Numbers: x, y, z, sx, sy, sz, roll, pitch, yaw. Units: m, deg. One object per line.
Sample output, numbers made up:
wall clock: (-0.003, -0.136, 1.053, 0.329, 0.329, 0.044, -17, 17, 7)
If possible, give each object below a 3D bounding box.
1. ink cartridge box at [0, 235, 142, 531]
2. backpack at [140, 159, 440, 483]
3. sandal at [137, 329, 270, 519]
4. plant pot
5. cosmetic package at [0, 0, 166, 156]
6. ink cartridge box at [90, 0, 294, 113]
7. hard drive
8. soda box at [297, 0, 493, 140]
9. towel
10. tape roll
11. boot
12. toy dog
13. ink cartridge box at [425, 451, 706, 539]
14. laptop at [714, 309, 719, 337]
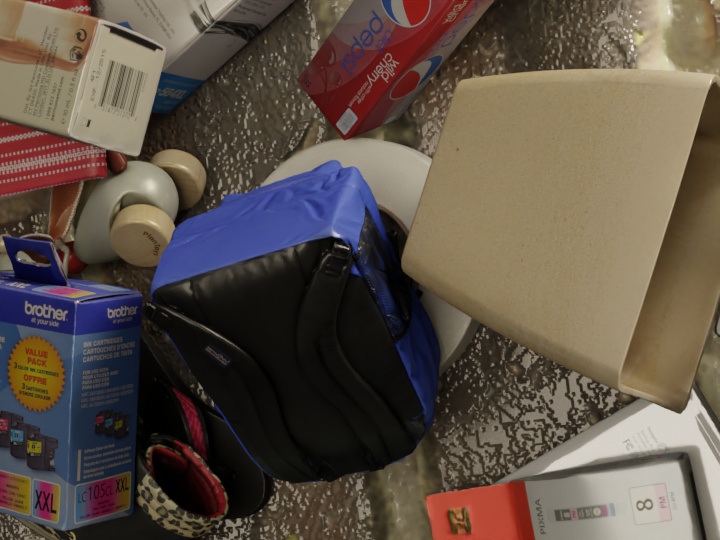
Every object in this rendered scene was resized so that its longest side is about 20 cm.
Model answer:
ink cartridge box: (-0.235, 0.076, 1.200, 0.136, 0.076, 0.201, 8, 97, 32)
backpack: (-0.025, 0.037, 1.151, 0.162, 0.168, 0.200, -15, 118, 24)
sandal: (-0.153, 0.123, 1.297, 0.200, 0.045, 0.075, 46, 105, 14)
plant pot: (0.145, -0.032, 1.101, 0.177, 0.200, 0.200, 17, 88, 25)
cosmetic package: (-0.256, -0.152, 1.185, 0.199, 0.103, 0.088, 16, 92, 21)
ink cartridge box: (-0.134, -0.240, 1.262, 0.200, 0.084, 0.146, -38, 76, 17)
hard drive: (0.185, 0.180, 1.185, 0.200, 0.025, 0.132, -33, 80, 17)
soda box: (0.038, -0.183, 1.168, 0.063, 0.070, 0.200, 52, 134, 11)
towel: (-0.264, -0.158, 1.255, 0.144, 0.022, 0.201, -9, 84, 23)
tape roll: (0.000, 0.000, 1.245, 0.202, 0.037, 0.204, 0, 90, 20)
boot: (-0.200, 0.160, 1.273, 0.204, 0.073, 0.154, 45, 131, 7)
toy dog: (-0.220, -0.044, 1.283, 0.200, 0.132, 0.096, -31, 117, 11)
ink cartridge box: (0.150, 0.225, 1.161, 0.199, 0.057, 0.163, -12, 87, 15)
laptop: (0.344, -0.023, 1.077, 0.187, 0.116, 0.201, 18, 97, 19)
